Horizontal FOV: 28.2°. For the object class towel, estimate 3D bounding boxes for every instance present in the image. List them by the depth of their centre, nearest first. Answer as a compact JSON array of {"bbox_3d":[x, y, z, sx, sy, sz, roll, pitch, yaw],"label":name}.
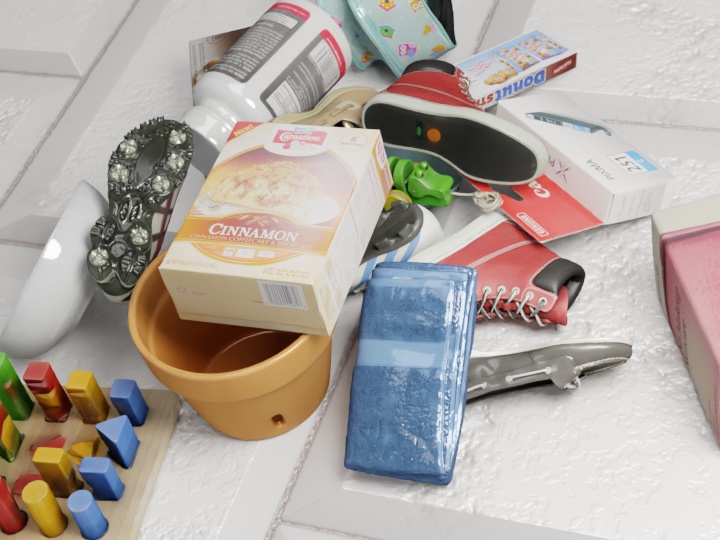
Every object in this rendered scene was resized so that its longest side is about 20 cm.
[{"bbox_3d":[0.046,0.092,1.325,0.111,0.049,0.201,3,79,19],"label":"towel"}]

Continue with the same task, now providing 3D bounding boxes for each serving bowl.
[{"bbox_3d":[-0.307,0.009,1.489,0.066,0.200,0.201,27,50,-11],"label":"serving bowl"}]

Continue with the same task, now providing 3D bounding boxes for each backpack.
[{"bbox_3d":[0.028,-0.325,1.698,0.153,0.176,0.200,-32,45,8],"label":"backpack"}]

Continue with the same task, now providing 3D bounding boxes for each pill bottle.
[{"bbox_3d":[-0.108,-0.192,1.541,0.110,0.111,0.200,24,61,32],"label":"pill bottle"}]

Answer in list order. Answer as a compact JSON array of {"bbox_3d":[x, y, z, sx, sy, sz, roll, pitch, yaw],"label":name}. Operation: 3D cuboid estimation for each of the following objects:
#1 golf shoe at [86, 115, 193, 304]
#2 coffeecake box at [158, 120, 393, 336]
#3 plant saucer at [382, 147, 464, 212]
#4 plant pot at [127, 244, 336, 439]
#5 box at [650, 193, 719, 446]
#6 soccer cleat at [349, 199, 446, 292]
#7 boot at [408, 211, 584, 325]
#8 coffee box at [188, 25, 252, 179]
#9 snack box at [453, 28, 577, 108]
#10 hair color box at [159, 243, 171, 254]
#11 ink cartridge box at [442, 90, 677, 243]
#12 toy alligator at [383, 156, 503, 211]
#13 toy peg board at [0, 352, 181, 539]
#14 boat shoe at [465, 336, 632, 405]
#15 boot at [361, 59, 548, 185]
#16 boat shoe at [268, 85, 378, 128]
[{"bbox_3d":[-0.224,-0.062,1.448,0.077,0.088,0.201,17,65,4],"label":"golf shoe"},{"bbox_3d":[-0.074,-0.044,1.335,0.153,0.073,0.201,5,48,20],"label":"coffeecake box"},{"bbox_3d":[0.034,-0.117,1.595,0.199,0.036,0.201,-8,47,9],"label":"plant saucer"},{"bbox_3d":[-0.110,0.068,1.387,0.199,0.140,0.201,-7,47,8],"label":"plant pot"},{"bbox_3d":[0.345,0.042,1.298,0.108,0.128,0.201,-15,45,2],"label":"box"},{"bbox_3d":[0.000,0.000,1.480,0.199,0.086,0.070,-26,49,24],"label":"soccer cleat"},{"bbox_3d":[0.119,0.033,1.400,0.200,0.073,0.144,-35,50,-23],"label":"boot"},{"bbox_3d":[-0.135,-0.191,1.677,0.114,0.080,0.201,-11,47,3],"label":"coffee box"},{"bbox_3d":[0.152,-0.223,1.641,0.199,0.024,0.072,-26,45,-28],"label":"snack box"},{"bbox_3d":[-0.128,-0.030,1.510,0.199,0.061,0.099,-34,16,-16],"label":"hair color box"},{"bbox_3d":[0.200,-0.113,1.500,0.175,0.045,0.200,-14,41,-31],"label":"ink cartridge box"},{"bbox_3d":[0.052,-0.092,1.480,0.199,0.054,0.059,3,42,33],"label":"toy alligator"},{"bbox_3d":[-0.301,0.172,1.371,0.198,0.098,0.201,1,48,16],"label":"toy peg board"},{"bbox_3d":[0.158,0.100,1.347,0.199,0.067,0.057,-6,75,13],"label":"boat shoe"},{"bbox_3d":[0.119,-0.165,1.502,0.199,0.073,0.144,21,37,17],"label":"boot"},{"bbox_3d":[-0.025,-0.144,1.535,0.064,0.072,0.200,25,35,28],"label":"boat shoe"}]
